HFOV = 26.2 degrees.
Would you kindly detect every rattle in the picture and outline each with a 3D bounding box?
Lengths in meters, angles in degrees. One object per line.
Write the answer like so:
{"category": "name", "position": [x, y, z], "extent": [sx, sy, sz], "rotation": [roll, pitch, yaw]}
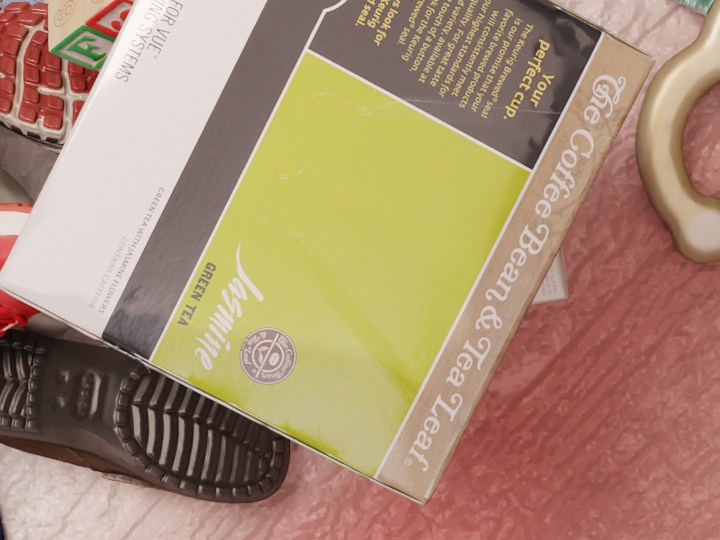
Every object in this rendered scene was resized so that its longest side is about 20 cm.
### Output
{"category": "rattle", "position": [0.200, -0.100, 0.798], "extent": [0.129, 0.143, 0.203], "rotation": [-1, 98, 20]}

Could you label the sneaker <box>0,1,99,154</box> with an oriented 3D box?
{"category": "sneaker", "position": [-0.136, -0.072, 0.827], "extent": [0.198, 0.082, 0.078], "rotation": [26, 55, -5]}

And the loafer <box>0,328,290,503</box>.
{"category": "loafer", "position": [-0.134, 0.078, 0.852], "extent": [0.198, 0.071, 0.074], "rotation": [20, 73, -13]}

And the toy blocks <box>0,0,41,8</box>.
{"category": "toy blocks", "position": [-0.203, -0.213, 0.836], "extent": [0.135, 0.100, 0.202], "rotation": [21, 93, -11]}

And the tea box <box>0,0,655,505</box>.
{"category": "tea box", "position": [-0.014, -0.043, 0.656], "extent": [0.195, 0.134, 0.201], "rotation": [28, 94, -3]}

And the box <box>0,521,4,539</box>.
{"category": "box", "position": [-0.264, 0.147, 0.872], "extent": [0.120, 0.032, 0.202], "rotation": [-12, 92, 2]}

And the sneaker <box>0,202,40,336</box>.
{"category": "sneaker", "position": [-0.204, 0.036, 0.767], "extent": [0.198, 0.078, 0.117], "rotation": [-4, 62, 31]}

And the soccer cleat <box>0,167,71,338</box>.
{"category": "soccer cleat", "position": [-0.225, -0.042, 0.848], "extent": [0.200, 0.069, 0.078], "rotation": [47, 110, 2]}

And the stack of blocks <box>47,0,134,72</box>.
{"category": "stack of blocks", "position": [-0.097, -0.189, 0.790], "extent": [0.058, 0.115, 0.202], "rotation": [-26, 58, 37]}

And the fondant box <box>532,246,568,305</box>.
{"category": "fondant box", "position": [0.000, 0.000, 0.801], "extent": [0.197, 0.144, 0.059], "rotation": [-10, 94, 2]}
